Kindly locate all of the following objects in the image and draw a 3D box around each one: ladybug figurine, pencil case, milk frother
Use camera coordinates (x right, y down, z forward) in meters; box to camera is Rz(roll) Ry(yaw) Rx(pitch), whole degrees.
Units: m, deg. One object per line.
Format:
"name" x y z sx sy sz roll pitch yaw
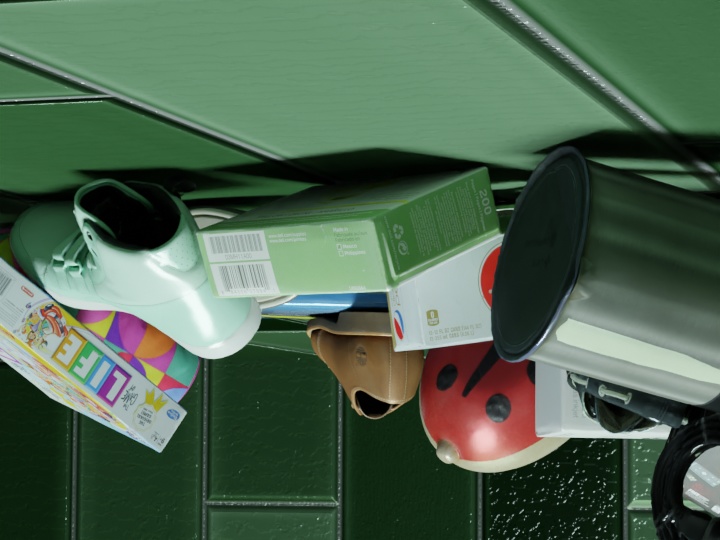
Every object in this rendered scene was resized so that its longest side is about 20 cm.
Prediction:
"ladybug figurine" 0.117 0.058 1.714 0.135 0.201 0.072 27 159 22
"pencil case" -0.204 0.039 1.697 0.088 0.089 0.200 -3 156 39
"milk frother" 0.157 0.058 1.262 0.187 0.202 0.180 16 172 -15

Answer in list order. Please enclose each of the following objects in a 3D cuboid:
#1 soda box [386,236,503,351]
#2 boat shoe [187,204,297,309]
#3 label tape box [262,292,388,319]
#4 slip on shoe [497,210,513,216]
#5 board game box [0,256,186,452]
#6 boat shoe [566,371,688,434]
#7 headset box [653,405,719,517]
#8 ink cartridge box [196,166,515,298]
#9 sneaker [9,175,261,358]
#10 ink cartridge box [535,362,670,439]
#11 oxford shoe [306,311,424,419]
"soda box" 0.116 0.004 1.466 0.198 0.069 0.064 -8 178 -18
"boat shoe" -0.107 -0.013 1.527 0.199 0.067 0.057 3 -167 33
"label tape box" 0.000 0.000 1.633 0.142 0.067 0.200 1 178 -3
"slip on shoe" 0.120 -0.005 1.537 0.199 0.075 0.061 -3 180 -26
"board game box" -0.219 0.039 1.532 0.134 0.034 0.200 21 162 47
"boat shoe" 0.165 0.073 1.485 0.075 0.061 0.200 19 171 -3
"headset box" 0.290 0.088 1.404 0.148 0.075 0.200 31 139 -4
"ink cartridge box" 0.025 -0.033 1.357 0.145 0.048 0.199 -4 -165 44
"sneaker" -0.153 -0.028 1.410 0.200 0.074 0.118 21 153 38
"ink cartridge box" 0.227 0.045 1.643 0.198 0.147 0.084 1 174 -9
"oxford shoe" 0.002 0.065 1.609 0.071 0.072 0.200 0 178 -8
